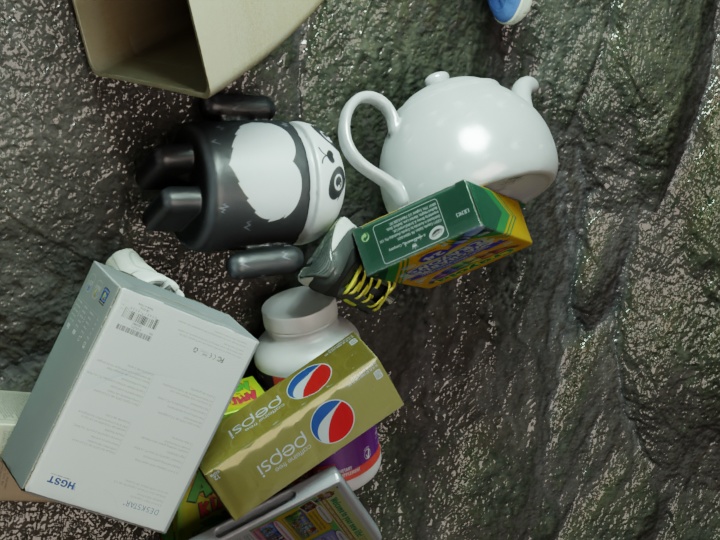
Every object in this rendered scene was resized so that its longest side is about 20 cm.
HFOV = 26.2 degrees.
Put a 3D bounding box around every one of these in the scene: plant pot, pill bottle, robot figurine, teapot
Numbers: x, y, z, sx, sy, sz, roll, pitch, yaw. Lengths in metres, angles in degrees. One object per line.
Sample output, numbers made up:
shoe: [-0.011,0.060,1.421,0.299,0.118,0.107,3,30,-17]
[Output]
plant pot: [-0.139,-0.286,1.361,0.176,0.199,0.202,-28,118,-32]
pill bottle: [-0.046,0.123,1.585,0.111,0.112,0.202,-21,115,-23]
robot figurine: [-0.110,-0.082,1.474,0.198,0.125,0.152,-3,112,-29]
teapot: [0.095,-0.131,1.568,0.195,0.200,0.148,-22,79,10]

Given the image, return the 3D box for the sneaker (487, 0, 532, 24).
sneaker: [0.115,-0.346,1.548,0.110,0.076,0.203,-11,107,-33]

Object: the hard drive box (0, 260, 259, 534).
hard drive box: [-0.208,0.116,1.395,0.155,0.077,0.202,25,95,-35]

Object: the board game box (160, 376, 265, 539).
board game box: [-0.148,0.212,1.565,0.100,0.048,0.202,-13,126,-26]

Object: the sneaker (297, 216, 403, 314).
sneaker: [0.000,0.000,1.524,0.084,0.200,0.075,38,99,7]

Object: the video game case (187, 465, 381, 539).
video game case: [-0.080,0.279,1.582,0.180,0.022,0.200,-27,150,0]

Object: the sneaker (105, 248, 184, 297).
sneaker: [-0.192,0.056,1.505,0.075,0.081,0.201,-33,139,-14]

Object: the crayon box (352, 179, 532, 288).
crayon box: [0.089,-0.031,1.527,0.200,0.125,0.052,9,59,-67]

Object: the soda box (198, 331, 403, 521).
soda box: [-0.063,0.149,1.486,0.199,0.068,0.064,-35,118,-7]

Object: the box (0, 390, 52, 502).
box: [-0.287,0.168,1.471,0.198,0.095,0.079,8,103,-31]
